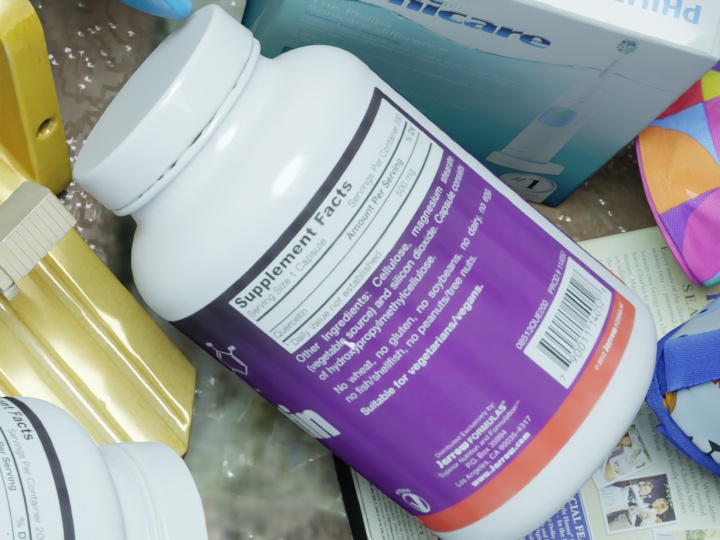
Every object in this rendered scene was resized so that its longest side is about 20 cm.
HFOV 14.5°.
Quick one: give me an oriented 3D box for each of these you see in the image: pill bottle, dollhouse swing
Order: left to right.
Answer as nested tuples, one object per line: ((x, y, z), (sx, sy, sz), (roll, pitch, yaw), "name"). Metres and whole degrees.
((-0.169, 0.011, 0.991), (0.200, 0.182, 0.176), (-38, 67, -19), "dollhouse swing")
((-0.156, 0.099, 0.930), (0.200, 0.112, 0.113), (0, 76, -30), "pill bottle")
((0.000, 0.000, 0.994), (0.200, 0.112, 0.113), (39, 71, -15), "pill bottle")

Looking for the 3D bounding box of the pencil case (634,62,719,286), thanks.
((0.202, -0.060, 1.053), (0.200, 0.088, 0.089), (-19, 80, 19), "pencil case")

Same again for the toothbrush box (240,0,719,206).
((0.041, -0.104, 1.041), (0.146, 0.200, 0.085), (15, 75, -8), "toothbrush box")

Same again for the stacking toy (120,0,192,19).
((-0.043, -0.196, 0.973), (0.200, 0.116, 0.110), (-41, 133, 2), "stacking toy")

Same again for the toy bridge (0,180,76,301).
((-0.177, -0.059, 0.937), (0.067, 0.027, 0.200), (-46, 117, -12), "toy bridge")

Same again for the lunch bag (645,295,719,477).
((0.227, 0.031, 1.037), (0.200, 0.170, 0.124), (5, 72, -39), "lunch bag")

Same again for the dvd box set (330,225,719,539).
((0.088, 0.062, 1.100), (0.200, 0.029, 0.147), (-12, 80, -15), "dvd box set")
